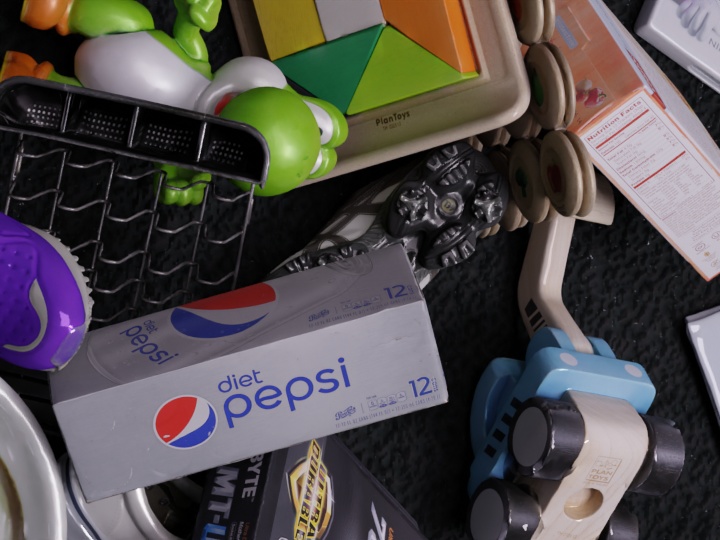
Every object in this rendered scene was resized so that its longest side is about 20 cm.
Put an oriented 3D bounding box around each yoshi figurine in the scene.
[{"bbox_3d":[-0.101,-0.097,1.355,0.200,0.112,0.112,18,54,-10],"label":"yoshi figurine"}]

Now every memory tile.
[{"bbox_3d":[0.082,-0.099,1.434,0.017,0.200,0.153,-12,90,-17],"label":"memory tile"}]

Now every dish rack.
[{"bbox_3d":[-0.136,0.001,1.317,0.153,0.055,0.200,12,102,3],"label":"dish rack"}]

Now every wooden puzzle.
[{"bbox_3d":[-0.004,-0.161,1.406,0.037,0.185,0.200,-7,84,-55],"label":"wooden puzzle"}]

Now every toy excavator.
[{"bbox_3d":[0.118,0.058,1.492,0.100,0.200,0.195,10,122,-29],"label":"toy excavator"}]

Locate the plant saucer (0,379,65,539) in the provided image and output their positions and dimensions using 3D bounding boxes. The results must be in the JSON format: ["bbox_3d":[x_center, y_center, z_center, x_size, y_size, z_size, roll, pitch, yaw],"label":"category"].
[{"bbox_3d":[-0.248,0.134,1.223,0.200,0.050,0.200,1,88,-36],"label":"plant saucer"}]

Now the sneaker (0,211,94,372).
[{"bbox_3d":[-0.227,-0.016,1.245,0.099,0.200,0.070,2,125,-57],"label":"sneaker"}]

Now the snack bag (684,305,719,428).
[{"bbox_3d":[0.319,0.100,1.638,0.188,0.021,0.200,-19,92,-30],"label":"snack bag"}]

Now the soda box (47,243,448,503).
[{"bbox_3d":[-0.060,0.053,1.269,0.200,0.063,0.068,-16,121,-2],"label":"soda box"}]

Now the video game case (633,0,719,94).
[{"bbox_3d":[0.293,-0.200,1.669,0.182,0.023,0.200,33,68,-22],"label":"video game case"}]

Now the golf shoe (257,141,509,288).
[{"bbox_3d":[0.000,0.000,1.447,0.200,0.094,0.078,-36,101,-2],"label":"golf shoe"}]

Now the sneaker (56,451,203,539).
[{"bbox_3d":[-0.091,0.168,1.346,0.200,0.071,0.073,47,31,-28],"label":"sneaker"}]

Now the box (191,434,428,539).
[{"bbox_3d":[-0.027,0.198,1.336,0.199,0.050,0.200,49,41,-43],"label":"box"}]

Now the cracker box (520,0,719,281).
[{"bbox_3d":[0.164,-0.094,1.475,0.200,0.058,0.134,41,18,-49],"label":"cracker box"}]
